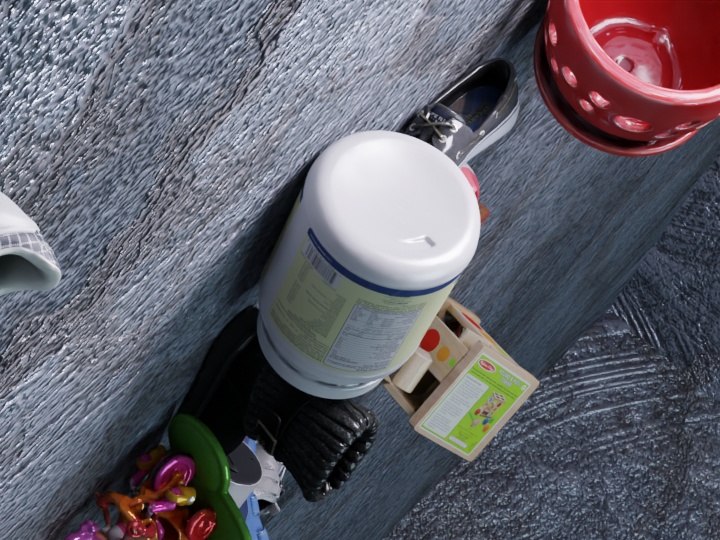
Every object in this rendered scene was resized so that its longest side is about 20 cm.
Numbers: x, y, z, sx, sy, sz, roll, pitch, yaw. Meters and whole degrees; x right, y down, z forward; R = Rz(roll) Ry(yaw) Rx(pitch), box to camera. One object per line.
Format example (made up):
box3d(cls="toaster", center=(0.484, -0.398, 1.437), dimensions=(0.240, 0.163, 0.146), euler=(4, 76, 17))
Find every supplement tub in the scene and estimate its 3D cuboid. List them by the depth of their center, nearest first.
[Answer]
box3d(cls="supplement tub", center=(0.000, 0.000, 1.560), dimensions=(0.145, 0.145, 0.200), euler=(-40, 166, -37))

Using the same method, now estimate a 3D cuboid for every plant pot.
box3d(cls="plant pot", center=(0.256, -0.205, 1.721), dimensions=(0.200, 0.200, 0.183), euler=(-44, 171, -19))

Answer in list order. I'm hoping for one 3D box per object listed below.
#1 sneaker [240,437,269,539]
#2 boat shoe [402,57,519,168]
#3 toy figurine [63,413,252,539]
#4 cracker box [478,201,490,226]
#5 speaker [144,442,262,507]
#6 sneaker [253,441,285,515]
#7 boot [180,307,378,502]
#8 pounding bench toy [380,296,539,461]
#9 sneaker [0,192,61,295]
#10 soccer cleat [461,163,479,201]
box3d(cls="sneaker", center=(-0.130, 0.260, 1.953), dimensions=(0.074, 0.082, 0.202), euler=(179, -75, -72))
box3d(cls="boat shoe", center=(0.073, -0.118, 1.662), dimensions=(0.200, 0.070, 0.067), euler=(-38, 148, -33))
box3d(cls="toy figurine", center=(-0.207, 0.247, 1.707), dimensions=(0.183, 0.150, 0.201), euler=(-29, 138, -34))
box3d(cls="cracker box", center=(0.046, 0.013, 2.009), dimensions=(0.134, 0.058, 0.200), euler=(-41, 166, -37))
box3d(cls="speaker", center=(-0.178, 0.246, 1.876), dimensions=(0.200, 0.081, 0.081), euler=(-54, 168, 22))
box3d(cls="sneaker", center=(-0.111, 0.227, 2.064), dimensions=(0.200, 0.082, 0.075), euler=(-38, 165, -43))
box3d(cls="boot", center=(-0.076, 0.145, 1.718), dimensions=(0.079, 0.158, 0.212), euler=(-41, 167, -32))
box3d(cls="pounding bench toy", center=(0.074, 0.097, 2.220), dimensions=(0.124, 0.156, 0.200), euler=(-49, 138, 8))
box3d(cls="sneaker", center=(-0.232, 0.023, 0.905), dimensions=(0.200, 0.080, 0.077), euler=(-40, 168, -32))
box3d(cls="soccer cleat", center=(0.079, -0.071, 1.808), dimensions=(0.068, 0.073, 0.200), euler=(-47, 169, -4))
